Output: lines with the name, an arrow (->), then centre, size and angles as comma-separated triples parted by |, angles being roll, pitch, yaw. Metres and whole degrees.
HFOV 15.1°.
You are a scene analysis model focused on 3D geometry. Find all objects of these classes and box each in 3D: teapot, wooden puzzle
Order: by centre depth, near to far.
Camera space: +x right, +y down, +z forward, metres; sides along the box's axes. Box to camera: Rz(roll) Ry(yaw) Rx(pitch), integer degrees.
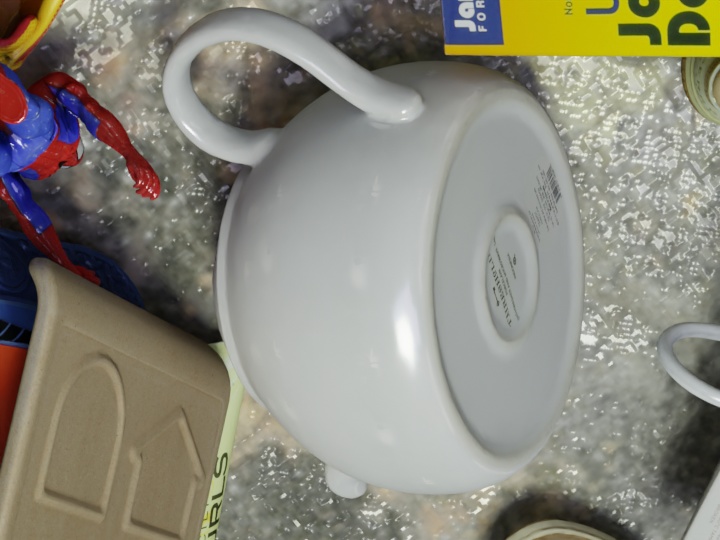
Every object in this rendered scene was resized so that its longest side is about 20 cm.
wooden puzzle -> -0.119, 0.110, 1.135 | 0.046, 0.185, 0.202 | 3, 78, 20
teapot -> 0.000, 0.000, 1.177 | 0.145, 0.197, 0.202 | 1, 86, 28

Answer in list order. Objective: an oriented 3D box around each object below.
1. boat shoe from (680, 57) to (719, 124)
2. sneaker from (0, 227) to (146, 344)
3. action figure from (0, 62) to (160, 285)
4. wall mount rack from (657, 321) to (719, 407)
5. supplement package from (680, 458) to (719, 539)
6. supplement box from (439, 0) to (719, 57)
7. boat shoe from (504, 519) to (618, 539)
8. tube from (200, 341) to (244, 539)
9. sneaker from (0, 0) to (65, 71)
boat shoe -> 0.238, -0.083, 1.146 | 0.198, 0.063, 0.074 | -7, 105, -3
sneaker -> -0.184, 0.011, 1.163 | 0.078, 0.070, 0.199 | -39, 137, 25
action figure -> -0.124, -0.035, 1.104 | 0.065, 0.200, 0.099 | -42, 90, 5
wall mount rack -> 0.230, 0.016, 1.221 | 0.199, 0.174, 0.075 | 12, 122, -16
supplement package -> 0.254, 0.133, 1.247 | 0.199, 0.121, 0.120 | 28, 122, 9
supplement box -> 0.136, -0.157, 1.112 | 0.198, 0.110, 0.110 | 1, 116, 17
boat shoe -> 0.139, 0.198, 1.316 | 0.074, 0.069, 0.200 | -42, 118, 10
tube -> -0.094, 0.127, 1.268 | 0.052, 0.058, 0.201 | 12, 110, 4
sneaker -> -0.174, -0.096, 1.136 | 0.073, 0.077, 0.201 | 24, 115, -21
